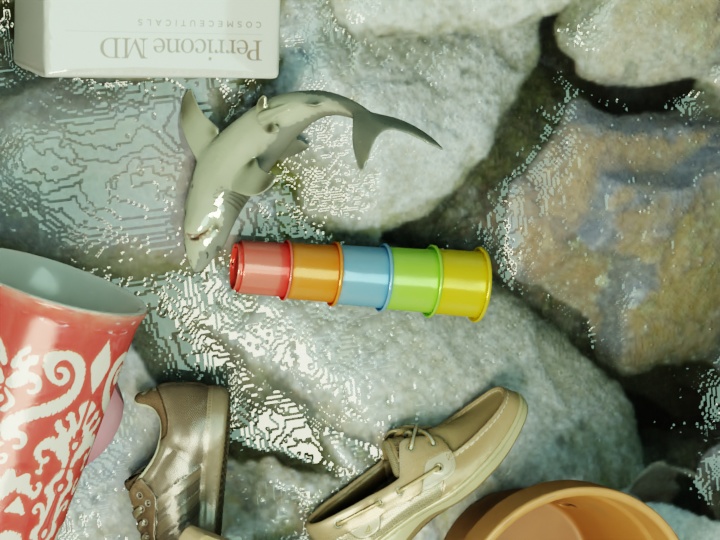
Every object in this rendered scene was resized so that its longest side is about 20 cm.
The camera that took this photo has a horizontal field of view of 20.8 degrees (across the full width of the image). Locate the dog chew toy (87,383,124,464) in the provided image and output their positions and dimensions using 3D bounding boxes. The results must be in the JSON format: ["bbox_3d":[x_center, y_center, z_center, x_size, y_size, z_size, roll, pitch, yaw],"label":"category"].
[{"bbox_3d":[-0.274,0.108,1.412,0.199,0.125,0.125,-24,103,-5],"label":"dog chew toy"}]

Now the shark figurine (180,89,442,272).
[{"bbox_3d":[-0.050,-0.096,1.465,0.089,0.214,0.129,9,60,-54],"label":"shark figurine"}]

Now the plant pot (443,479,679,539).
[{"bbox_3d":[0.144,0.255,1.544,0.199,0.140,0.201,-2,96,-17],"label":"plant pot"}]

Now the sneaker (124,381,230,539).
[{"bbox_3d":[-0.143,0.184,1.496,0.075,0.070,0.201,6,92,1],"label":"sneaker"}]

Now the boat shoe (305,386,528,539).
[{"bbox_3d":[0.046,0.155,1.538,0.200,0.071,0.065,-42,107,-7],"label":"boat shoe"}]

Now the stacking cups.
[{"bbox_3d":[0.000,0.000,1.513,0.199,0.060,0.061,7,95,-16],"label":"stacking cups"}]

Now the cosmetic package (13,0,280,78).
[{"bbox_3d":[-0.152,-0.238,1.380,0.166,0.166,0.201,-1,98,-17],"label":"cosmetic package"}]

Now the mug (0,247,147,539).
[{"bbox_3d":[-0.243,0.093,1.312,0.133,0.177,0.201,12,100,-35],"label":"mug"}]

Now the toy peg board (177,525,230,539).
[{"bbox_3d":[-0.090,0.316,1.448,0.200,0.098,0.200,33,84,-55],"label":"toy peg board"}]
